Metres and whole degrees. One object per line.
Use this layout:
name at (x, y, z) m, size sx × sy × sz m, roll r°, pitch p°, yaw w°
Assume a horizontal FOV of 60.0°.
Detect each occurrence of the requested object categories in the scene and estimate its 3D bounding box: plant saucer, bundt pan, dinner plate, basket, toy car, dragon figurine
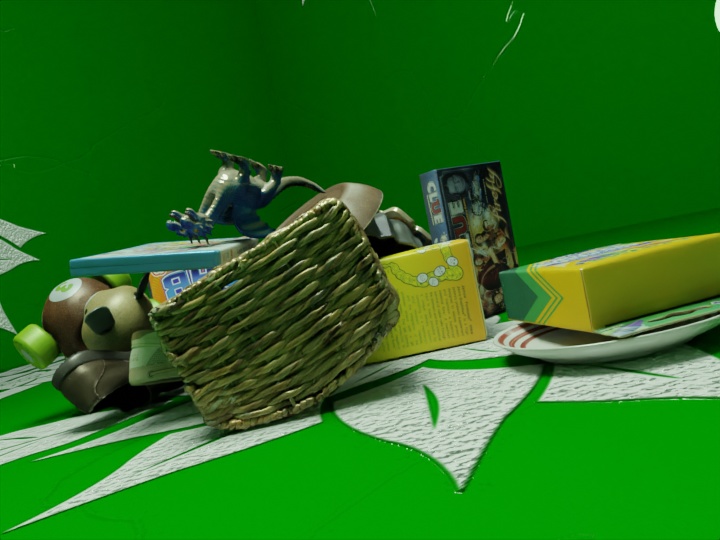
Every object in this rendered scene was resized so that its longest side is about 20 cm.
plant saucer at (-0.062, -0.043, 0.734) m, size 0.198 × 0.037 × 0.201 m, roll -35°, pitch 20°, yaw 14°
bundt pan at (0.000, 0.000, 0.849) m, size 0.196 × 0.077 × 0.205 m, roll -5°, pitch -44°, yaw -5°
dinner plate at (0.210, 0.049, 0.524) m, size 0.195 × 0.025 × 0.200 m, roll -12°, pitch 2°, yaw 0°
basket at (-0.065, 0.042, 0.577) m, size 0.197 × 0.145 × 0.149 m, roll -31°, pitch 4°, yaw 0°
toy car at (-0.319, 0.055, 0.783) m, size 0.165 × 0.158 × 0.200 m, roll -51°, pitch 7°, yaw -37°
dragon figurine at (-0.126, -0.072, 0.692) m, size 0.058 × 0.102 × 0.198 m, roll 18°, pitch 8°, yaw 33°

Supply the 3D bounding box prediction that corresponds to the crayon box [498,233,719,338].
crayon box at (0.214, 0.010, 0.532) m, size 0.122 × 0.053 × 0.200 m, roll -13°, pitch 2°, yaw -9°

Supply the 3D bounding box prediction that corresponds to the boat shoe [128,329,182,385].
boat shoe at (-0.164, 0.110, 0.721) m, size 0.195 × 0.067 × 0.072 m, roll 7°, pitch -20°, yaw -22°

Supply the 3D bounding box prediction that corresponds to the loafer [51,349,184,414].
loafer at (-0.271, 0.139, 0.749) m, size 0.073 × 0.071 × 0.199 m, roll -48°, pitch -21°, yaw 18°

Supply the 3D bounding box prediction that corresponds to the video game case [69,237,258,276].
video game case at (-0.196, -0.018, 0.667) m, size 0.139 × 0.018 × 0.200 m, roll -3°, pitch 7°, yaw 2°

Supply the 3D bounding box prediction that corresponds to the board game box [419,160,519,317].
board game box at (0.156, -0.040, 0.853) m, size 0.133 × 0.206 × 0.034 m, roll -14°, pitch 3°, yaw -38°

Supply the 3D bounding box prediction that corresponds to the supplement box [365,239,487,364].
supplement box at (0.037, 0.038, 0.731) m, size 0.195 × 0.113 × 0.109 m, roll -12°, pitch 2°, yaw 4°

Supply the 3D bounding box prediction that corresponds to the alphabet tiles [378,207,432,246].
alphabet tiles at (0.050, -0.041, 0.926) m, size 0.015 × 0.199 × 0.195 m, roll -57°, pitch 18°, yaw -19°

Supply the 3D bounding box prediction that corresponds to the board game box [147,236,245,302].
board game box at (-0.321, 0.058, 1.272) m, size 0.195 × 0.205 × 0.199 m, roll -13°, pitch 2°, yaw -20°
